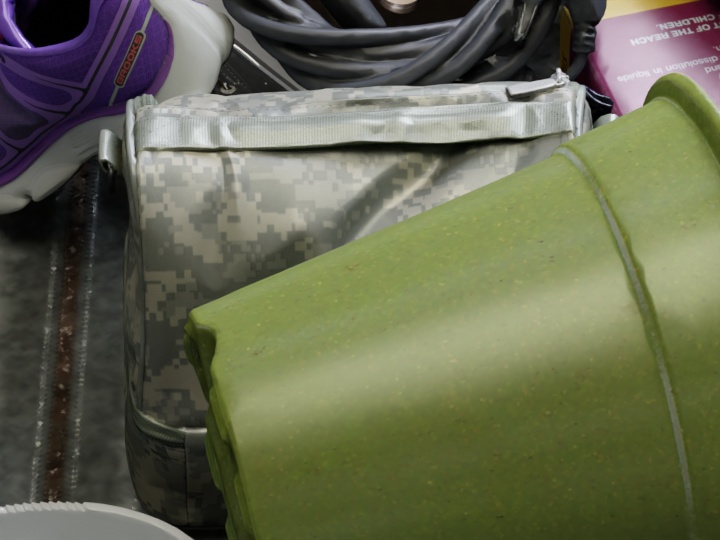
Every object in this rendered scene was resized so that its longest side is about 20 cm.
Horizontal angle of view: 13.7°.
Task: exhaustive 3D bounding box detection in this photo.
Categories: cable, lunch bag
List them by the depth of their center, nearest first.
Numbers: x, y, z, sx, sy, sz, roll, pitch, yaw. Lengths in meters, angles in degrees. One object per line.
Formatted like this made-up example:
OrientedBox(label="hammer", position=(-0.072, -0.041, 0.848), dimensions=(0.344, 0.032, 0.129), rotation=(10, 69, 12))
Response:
OrientedBox(label="lunch bag", position=(0.000, 0.000, 1.192), dimensions=(0.200, 0.168, 0.139), rotation=(-2, 47, -2))
OrientedBox(label="cable", position=(0.022, -0.166, 1.229), dimensions=(0.163, 0.051, 0.200), rotation=(-1, 83, 8))

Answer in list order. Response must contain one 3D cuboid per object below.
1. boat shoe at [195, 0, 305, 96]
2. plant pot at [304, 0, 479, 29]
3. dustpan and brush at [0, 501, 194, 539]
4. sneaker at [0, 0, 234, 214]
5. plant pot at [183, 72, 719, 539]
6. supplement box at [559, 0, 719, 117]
OrientedBox(label="boat shoe", position=(-0.071, -0.073, 1.335), dimensions=(0.200, 0.070, 0.066), rotation=(37, 56, 21))
OrientedBox(label="plant pot", position=(0.022, -0.153, 1.320), dimensions=(0.201, 0.201, 0.093), rotation=(4, 57, 4))
OrientedBox(label="dustpan and brush", position=(-0.079, 0.130, 1.143), dimensions=(0.200, 0.057, 0.140), rotation=(-10, 47, -25))
OrientedBox(label="sneaker", position=(-0.135, -0.088, 1.280), dimensions=(0.083, 0.200, 0.081), rotation=(43, 51, -21))
OrientedBox(label="plant pot", position=(0.043, 0.051, 1.040), dimensions=(0.190, 0.200, 0.200), rotation=(-15, 48, -6))
OrientedBox(label="supplement box", position=(0.156, -0.010, 1.227), dimensions=(0.103, 0.131, 0.200), rotation=(-12, 47, -11))
